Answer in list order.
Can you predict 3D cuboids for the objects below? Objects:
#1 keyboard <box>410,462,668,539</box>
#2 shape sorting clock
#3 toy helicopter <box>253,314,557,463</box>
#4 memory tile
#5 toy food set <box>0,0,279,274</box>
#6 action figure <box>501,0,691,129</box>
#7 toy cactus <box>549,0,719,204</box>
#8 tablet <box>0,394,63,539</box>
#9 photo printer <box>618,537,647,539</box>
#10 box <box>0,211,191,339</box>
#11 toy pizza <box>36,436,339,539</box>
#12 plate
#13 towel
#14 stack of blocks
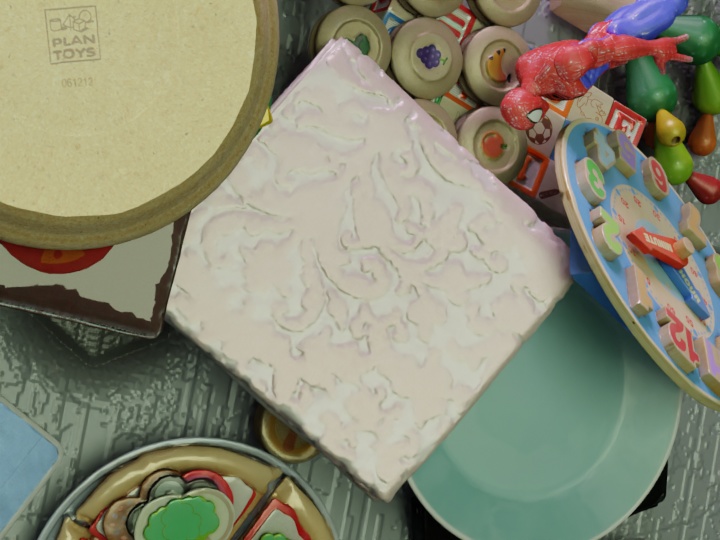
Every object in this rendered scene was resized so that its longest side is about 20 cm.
[{"bbox_3d":[0.117,0.136,1.118,0.200,0.040,0.104,-15,121,-26],"label":"keyboard"},{"bbox_3d":[0.182,-0.006,1.013,0.200,0.039,0.200,36,38,-35],"label":"shape sorting clock"},{"bbox_3d":[0.014,0.042,1.037,0.200,0.079,0.132,-36,105,-16],"label":"toy helicopter"},{"bbox_3d":[0.041,-0.153,1.011,0.153,0.017,0.200,5,88,-26],"label":"memory tile"},{"bbox_3d":[-0.132,-0.102,0.746,0.200,0.049,0.198,-24,102,-16],"label":"toy food set"},{"bbox_3d":[0.160,-0.142,1.021,0.200,0.065,0.052,-33,108,-24],"label":"action figure"},{"bbox_3d":[0.209,-0.158,1.126,0.165,0.102,0.200,17,92,-15],"label":"toy cactus"},{"bbox_3d":[-0.272,0.140,0.933,0.130,0.014,0.200,43,73,-20],"label":"tablet"},{"bbox_3d":[0.135,0.272,1.100,0.200,0.069,0.167,-13,96,-25],"label":"photo printer"},{"bbox_3d":[-0.171,-0.087,0.848,0.164,0.166,0.200,14,90,-20],"label":"box"},{"bbox_3d":[-0.100,0.198,0.990,0.200,0.032,0.201,-3,99,-20],"label":"toy pizza"},{"bbox_3d":[0.105,0.073,1.019,0.200,0.026,0.201,-1,92,-22],"label":"plate"},{"bbox_3d":[0.000,0.000,0.953,0.200,0.032,0.191,42,77,-7],"label":"towel"},{"bbox_3d":[0.073,-0.089,1.069,0.200,0.059,0.115,27,79,-23],"label":"stack of blocks"}]
